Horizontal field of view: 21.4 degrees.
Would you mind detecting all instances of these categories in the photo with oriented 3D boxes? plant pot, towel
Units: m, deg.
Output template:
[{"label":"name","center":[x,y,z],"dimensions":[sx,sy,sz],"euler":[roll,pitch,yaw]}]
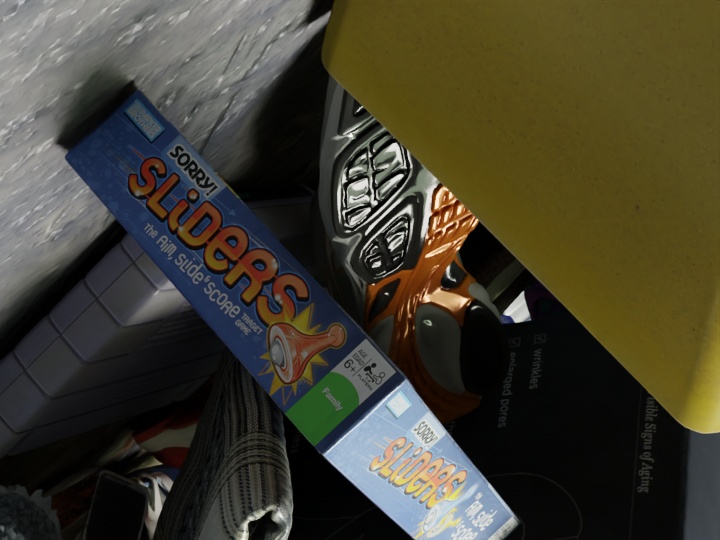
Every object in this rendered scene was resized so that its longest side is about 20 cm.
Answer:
[{"label":"plant pot","center":[0.122,-0.109,0.602],"dimensions":[0.200,0.200,0.177],"euler":[-37,158,-19]},{"label":"towel","center":[-0.077,0.134,0.778],"dimensions":[0.193,0.034,0.201],"euler":[-104,-147,-68]}]

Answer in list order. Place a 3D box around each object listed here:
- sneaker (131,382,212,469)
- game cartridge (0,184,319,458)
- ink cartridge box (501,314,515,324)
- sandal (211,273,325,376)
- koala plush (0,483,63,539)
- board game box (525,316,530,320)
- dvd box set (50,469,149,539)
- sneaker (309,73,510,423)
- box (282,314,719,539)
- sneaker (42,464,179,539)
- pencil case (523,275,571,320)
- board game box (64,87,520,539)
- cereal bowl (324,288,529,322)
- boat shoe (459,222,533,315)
[{"label":"sneaker","center":[-0.057,0.116,1.012],"dimensions":[0.078,0.116,0.200],"euler":[-31,-178,-10]},{"label":"game cartridge","center":[-0.080,0.016,0.812],"dimensions":[0.130,0.038,0.200],"euler":[-48,169,15]},{"label":"ink cartridge box","center":[0.008,0.103,1.098],"dimensions":[0.094,0.044,0.200],"euler":[15,120,-39]},{"label":"sandal","center":[0.000,0.000,0.977],"dimensions":[0.200,0.055,0.082],"euler":[-32,167,-38]},{"label":"koala plush","center":[-0.188,0.163,0.700],"dimensions":[0.200,0.183,0.177],"euler":[-52,171,-3]},{"label":"board game box","center":[0.131,-0.031,1.225],"dimensions":[0.019,0.103,0.200],"euler":[0,149,-28]},{"label":"dvd box set","center":[-0.171,0.183,0.846],"dimensions":[0.200,0.029,0.147],"euler":[-29,-140,46]},{"label":"sneaker","center":[0.005,-0.028,0.776],"dimensions":[0.075,0.092,0.201],"euler":[-23,134,-18]},{"label":"box","center":[0.060,0.131,0.827],"dimensions":[0.195,0.124,0.201],"euler":[-10,-142,21]},{"label":"sneaker","center":[-0.128,0.147,1.065],"dimensions":[0.199,0.081,0.146],"euler":[-26,168,-37]},{"label":"pencil case","center":[0.161,-0.035,0.932],"dimensions":[0.200,0.092,0.085],"euler":[-55,-176,-21]},{"label":"board game box","center":[-0.016,0.030,0.662],"dimensions":[0.034,0.135,0.200],"euler":[-42,157,-2]},{"label":"cereal bowl","center":[0.063,0.003,1.159],"dimensions":[0.200,0.083,0.200],"euler":[-40,171,-7]},{"label":"boat shoe","center":[0.090,-0.023,0.972],"dimensions":[0.074,0.075,0.203],"euler":[2,-137,41]}]
